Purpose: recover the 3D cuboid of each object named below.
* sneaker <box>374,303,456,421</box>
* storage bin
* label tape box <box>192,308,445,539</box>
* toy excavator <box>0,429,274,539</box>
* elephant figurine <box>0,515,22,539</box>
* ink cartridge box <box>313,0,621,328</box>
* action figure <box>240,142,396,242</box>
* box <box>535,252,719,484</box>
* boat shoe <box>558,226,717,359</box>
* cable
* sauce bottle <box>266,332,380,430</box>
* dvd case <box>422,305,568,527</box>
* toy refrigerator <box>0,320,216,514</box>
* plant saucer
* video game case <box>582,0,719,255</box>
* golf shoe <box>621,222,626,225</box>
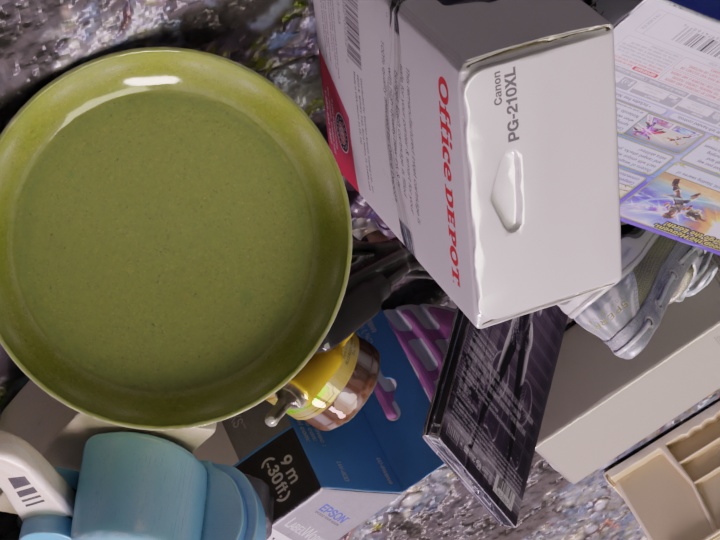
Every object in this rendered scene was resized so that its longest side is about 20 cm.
[{"bbox_3d":[0.006,0.094,1.536,0.200,0.081,0.088,-35,152,18],"label":"sneaker"},{"bbox_3d":[0.322,0.176,1.834,0.198,0.094,0.200,-33,145,6],"label":"storage bin"},{"bbox_3d":[-0.060,0.106,1.441,0.200,0.144,0.063,-37,143,11],"label":"label tape box"},{"bbox_3d":[-0.157,0.125,1.269,0.194,0.100,0.200,-5,141,14],"label":"toy excavator"},{"bbox_3d":[-0.218,0.233,1.453,0.200,0.141,0.156,-46,155,-55],"label":"elephant figurine"},{"bbox_3d":[0.051,-0.085,1.188,0.084,0.200,0.145,-16,122,-16],"label":"ink cartridge box"},{"bbox_3d":[-0.005,-0.048,1.353,0.200,0.069,0.130,2,129,-41],"label":"action figure"},{"bbox_3d":[0.200,0.057,1.620,0.200,0.068,0.082,-34,145,9],"label":"box"},{"bbox_3d":[0.180,0.009,1.492,0.074,0.065,0.202,-40,173,21],"label":"boat shoe"},{"bbox_3d":[0.000,0.000,1.324,0.200,0.097,0.050,-34,-164,-36],"label":"cable"},{"bbox_3d":[-0.079,0.021,1.348,0.200,0.065,0.065,34,115,-26],"label":"sauce bottle"},{"bbox_3d":[0.090,0.038,1.439,0.016,0.201,0.149,6,157,26],"label":"dvd case"},{"bbox_3d":[-0.148,0.084,1.353,0.076,0.070,0.200,12,154,-19],"label":"toy refrigerator"},{"bbox_3d":[-0.104,-0.016,1.242,0.200,0.200,0.031,-25,178,-4],"label":"plant saucer"},{"bbox_3d":[0.181,-0.091,1.311,0.200,0.046,0.181,17,144,-27],"label":"video game case"},{"bbox_3d":[0.168,-0.089,1.409,0.091,0.075,0.200,-27,144,5],"label":"golf shoe"}]
